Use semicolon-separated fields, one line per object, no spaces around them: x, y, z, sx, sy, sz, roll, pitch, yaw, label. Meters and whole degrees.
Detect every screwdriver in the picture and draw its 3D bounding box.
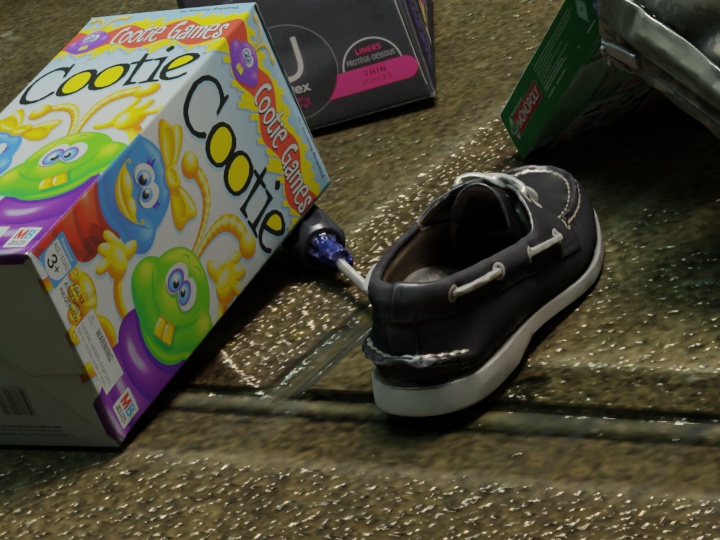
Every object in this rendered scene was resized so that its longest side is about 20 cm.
0.000;0.000;1.239;0.029;0.028;0.200;-49;29;-4;screwdriver

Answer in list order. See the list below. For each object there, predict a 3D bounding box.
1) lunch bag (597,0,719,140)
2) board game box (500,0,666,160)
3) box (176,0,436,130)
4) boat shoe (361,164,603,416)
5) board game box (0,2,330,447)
0.210;-0.095;1.102;0.167;0.140;0.200;-21;44;-26;lunch bag
0.149;-0.123;1.271;0.134;0.029;0.200;-24;-13;-18;board game box
-0.028;-0.160;1.530;0.121;0.107;0.200;-15;22;8;box
0.052;-0.008;1.162;0.073;0.061;0.200;2;26;27;boat shoe
-0.116;-0.023;1.230;0.104;0.104;0.200;-2;34;34;board game box
